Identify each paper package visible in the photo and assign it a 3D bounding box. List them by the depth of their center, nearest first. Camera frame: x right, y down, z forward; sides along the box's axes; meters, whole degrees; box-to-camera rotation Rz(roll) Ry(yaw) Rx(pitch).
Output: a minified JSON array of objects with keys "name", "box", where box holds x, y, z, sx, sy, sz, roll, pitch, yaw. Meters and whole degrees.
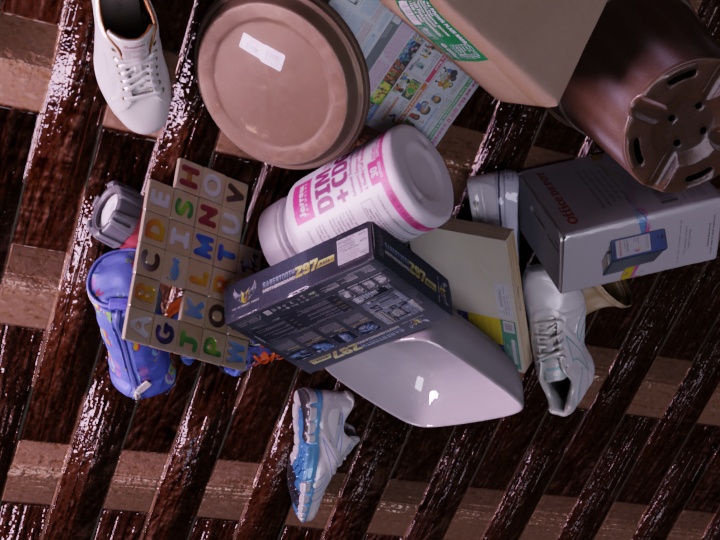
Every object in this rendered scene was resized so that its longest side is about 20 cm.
[{"name":"paper package","box":[0.143,-0.291,1.249,0.199,0.103,0.193,35,76,-33]}]

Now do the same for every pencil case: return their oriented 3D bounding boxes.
[{"name":"pencil case","box":[-0.248,0.065,1.383,0.077,0.088,0.201,-1,143,-2]}]

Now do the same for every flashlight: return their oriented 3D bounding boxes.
[{"name":"flashlight","box":[-0.202,-0.027,1.389,0.199,0.068,0.068,29,119,-37]}]

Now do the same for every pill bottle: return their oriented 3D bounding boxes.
[{"name":"pill bottle","box":[-0.008,-0.064,1.356,0.198,0.115,0.113,-26,130,32]}]

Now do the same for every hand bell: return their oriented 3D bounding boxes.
[{"name":"hand bell","box":[0.229,0.057,1.578,0.104,0.105,0.199,33,121,-32]}]

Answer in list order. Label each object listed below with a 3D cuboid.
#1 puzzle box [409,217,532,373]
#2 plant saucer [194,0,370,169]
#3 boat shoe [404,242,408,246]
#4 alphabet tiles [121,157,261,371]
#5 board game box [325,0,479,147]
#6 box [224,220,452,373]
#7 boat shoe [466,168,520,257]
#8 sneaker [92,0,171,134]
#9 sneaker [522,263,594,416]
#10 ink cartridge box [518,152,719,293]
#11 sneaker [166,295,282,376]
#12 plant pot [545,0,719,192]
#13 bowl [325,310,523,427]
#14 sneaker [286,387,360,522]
[{"name":"puzzle box","box":[0.130,0.027,1.497,0.131,0.025,0.202,12,133,29]},{"name":"plant saucer","box":[-0.085,-0.190,1.267,0.197,0.030,0.203,13,124,20]},{"name":"boat shoe","box":[0.000,0.000,1.465,0.070,0.064,0.202,15,118,-25]},{"name":"alphabet tiles","box":[-0.170,-0.009,1.346,0.166,0.007,0.204,20,73,-44]},{"name":"board game box","box":[0.030,-0.230,1.325,0.198,0.065,0.148,26,113,-28]},{"name":"box","box":[-0.023,0.034,1.354,0.198,0.052,0.157,-23,143,28]},{"name":"boat shoe","box":[0.156,-0.031,1.502,0.066,0.074,0.203,0,120,8]},{"name":"sneaker","box":[-0.229,-0.212,1.243,0.072,0.085,0.202,-16,127,-9]},{"name":"sneaker","box":[0.235,0.084,1.504,0.069,0.081,0.203,-5,122,27]},{"name":"ink cartridge box","box":[0.295,-0.066,1.464,0.197,0.146,0.089,-12,127,-11]},{"name":"sneaker","box":[-0.131,0.088,1.460,0.197,0.080,0.075,10,149,-23]},{"name":"plant pot","box":[0.308,-0.197,1.350,0.197,0.199,0.203,-8,125,-11]},{"name":"bowl","box":[0.078,0.106,1.497,0.199,0.076,0.198,34,146,-33]},{"name":"sneaker","box":[-0.043,0.236,1.605,0.085,0.075,0.203,-4,124,-21]}]
